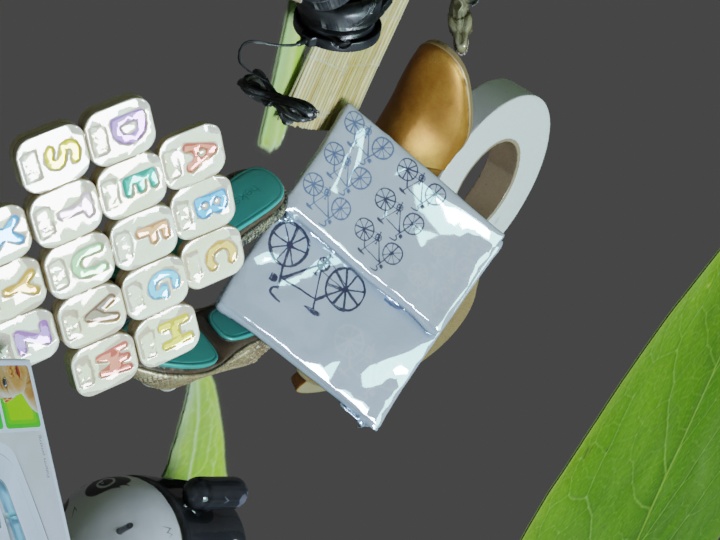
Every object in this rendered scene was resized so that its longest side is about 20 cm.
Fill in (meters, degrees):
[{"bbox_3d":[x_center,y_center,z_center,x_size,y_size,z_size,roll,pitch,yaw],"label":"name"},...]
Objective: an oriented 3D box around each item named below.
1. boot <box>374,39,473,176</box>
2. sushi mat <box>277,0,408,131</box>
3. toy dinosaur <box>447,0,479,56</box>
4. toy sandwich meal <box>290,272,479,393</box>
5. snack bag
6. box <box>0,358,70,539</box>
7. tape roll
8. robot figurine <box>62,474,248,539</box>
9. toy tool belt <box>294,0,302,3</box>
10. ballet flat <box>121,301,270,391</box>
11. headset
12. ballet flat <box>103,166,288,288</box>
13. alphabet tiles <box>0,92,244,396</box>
[{"bbox_3d":[0.018,-0.084,1.412,0.144,0.071,0.202,-36,152,-35],"label":"boot"},{"bbox_3d":[0.004,-0.199,1.315,0.095,0.012,0.201,-2,122,-59],"label":"sushi mat"},{"bbox_3d":[0.104,-0.272,1.370,0.201,0.047,0.088,-63,168,14],"label":"toy dinosaur"},{"bbox_3d":[0.014,0.029,1.479,0.204,0.070,0.206,-25,149,-16],"label":"toy sandwich meal"},{"bbox_3d":[0.000,0.000,1.364,0.188,0.021,0.201,40,80,-23],"label":"snack bag"},{"bbox_3d":[-0.273,0.162,1.044,0.096,0.202,0.176,-20,167,25],"label":"box"},{"bbox_3d":[0.105,-0.084,1.600,0.203,0.037,0.204,-41,151,-28],"label":"tape roll"},{"bbox_3d":[-0.171,0.229,1.396,0.200,0.124,0.151,21,83,-64],"label":"robot figurine"},{"bbox_3d":[-0.091,-0.239,0.979,0.125,0.123,0.200,-48,153,-15],"label":"toy tool belt"},{"bbox_3d":[-0.132,0.065,1.337,0.199,0.071,0.065,-11,145,-51],"label":"ballet flat"},{"bbox_3d":[-0.012,-0.194,1.201,0.200,0.094,0.124,-50,154,-15],"label":"headset"},{"bbox_3d":[-0.132,-0.013,1.253,0.200,0.068,0.075,-32,162,-44],"label":"ballet flat"},{"bbox_3d":[-0.169,-0.014,1.142,0.195,0.015,0.201,-24,124,-24],"label":"alphabet tiles"}]
